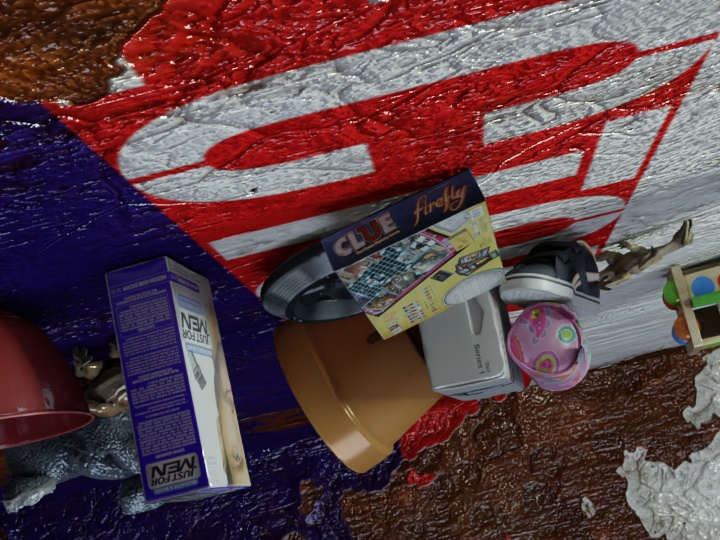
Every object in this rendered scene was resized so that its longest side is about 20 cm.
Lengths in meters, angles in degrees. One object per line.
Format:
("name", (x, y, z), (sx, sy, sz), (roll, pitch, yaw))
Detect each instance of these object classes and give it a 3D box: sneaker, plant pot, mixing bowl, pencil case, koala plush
("sneaker", (0.207, 0.003, 1.138), (0.078, 0.080, 0.200), (-4, 170, 29))
("plant pot", (0.010, 0.114, 1.210), (0.140, 0.200, 0.200), (-33, 163, 8))
("mixing bowl", (-0.350, 0.101, 0.940), (0.199, 0.109, 0.200), (-11, 167, -3))
("pencil case", (0.216, 0.088, 1.162), (0.087, 0.088, 0.200), (-15, 165, 11))
("koala plush", (-0.358, 0.212, 1.302), (0.199, 0.178, 0.184), (-12, 149, 1))

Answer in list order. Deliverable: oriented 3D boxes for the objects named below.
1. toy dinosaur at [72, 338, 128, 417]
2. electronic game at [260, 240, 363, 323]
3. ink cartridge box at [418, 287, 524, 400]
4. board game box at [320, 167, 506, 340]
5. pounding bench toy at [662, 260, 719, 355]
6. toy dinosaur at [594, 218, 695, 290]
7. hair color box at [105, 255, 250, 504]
("toy dinosaur", (-0.267, 0.132, 1.187), (0.199, 0.086, 0.136), (-17, 164, 3))
("electronic game", (0.000, 0.000, 0.997), (0.199, 0.042, 0.200), (-18, 162, -6))
("ink cartridge box", (0.122, 0.064, 1.160), (0.084, 0.147, 0.200), (-14, 166, 12))
("board game box", (0.054, -0.008, 0.915), (0.135, 0.035, 0.200), (-26, 157, 3))
("pounding bench toy", (0.523, 0.040, 1.493), (0.156, 0.125, 0.200), (-15, 167, 11))
("toy dinosaur", (0.317, -0.004, 1.258), (0.101, 0.058, 0.200), (-4, 164, -38))
("hair color box", (-0.158, 0.098, 0.906), (0.065, 0.201, 0.109), (-14, 167, 9))
